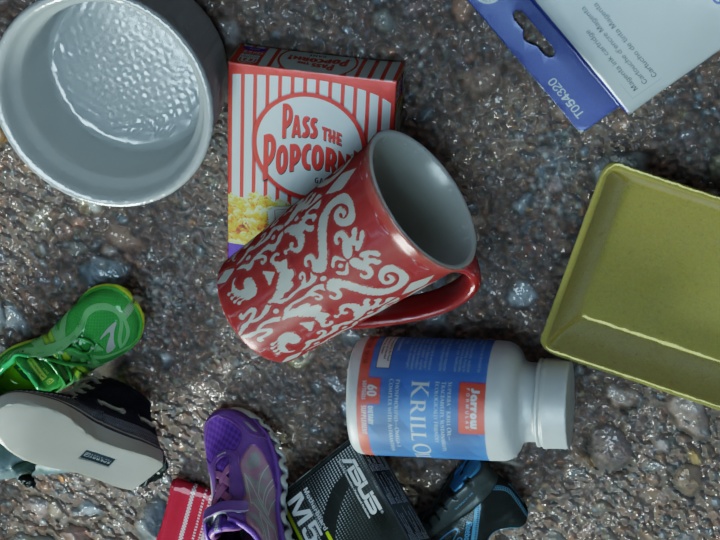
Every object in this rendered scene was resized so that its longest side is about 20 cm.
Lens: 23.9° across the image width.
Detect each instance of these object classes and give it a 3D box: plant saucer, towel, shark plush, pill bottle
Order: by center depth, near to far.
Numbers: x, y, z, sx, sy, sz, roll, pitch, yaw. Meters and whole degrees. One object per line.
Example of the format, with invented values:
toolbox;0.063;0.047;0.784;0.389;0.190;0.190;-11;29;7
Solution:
plant saucer;0.282;0.010;1.500;0.199;0.048;0.200;19;121;4
pill bottle;0.094;0.118;1.567;0.199;0.112;0.113;0;118;13
shark plush;-0.331;0.201;1.730;0.199;0.083;0.091;13;120;7
towel;-0.117;0.300;1.768;0.199;0.023;0.145;18;118;2

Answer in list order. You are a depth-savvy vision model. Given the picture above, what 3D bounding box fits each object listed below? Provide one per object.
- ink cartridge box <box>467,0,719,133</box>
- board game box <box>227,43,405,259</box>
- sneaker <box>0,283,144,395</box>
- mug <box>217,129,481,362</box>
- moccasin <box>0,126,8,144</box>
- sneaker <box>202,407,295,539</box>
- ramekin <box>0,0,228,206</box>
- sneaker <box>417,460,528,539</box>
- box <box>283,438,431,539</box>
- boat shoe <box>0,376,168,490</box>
ink cartridge box;0.197;-0.231;1.396;0.200;0.043;0.196;-37;105;26
board game box;-0.042;-0.094;1.522;0.151;0.046;0.201;7;119;9
sneaker;-0.288;0.084;1.656;0.200;0.084;0.074;-33;106;26
mug;-0.005;0.004;1.467;0.200;0.134;0.178;-33;105;30
moccasin;-0.409;-0.121;1.578;0.201;0.078;0.074;-4;117;15
sneaker;-0.117;0.227;1.646;0.080;0.088;0.201;-27;69;31
ramekin;-0.212;-0.166;1.495;0.200;0.098;0.201;6;119;11
sneaker;0.079;0.271;1.675;0.082;0.073;0.200;39;120;-10
box;-0.018;0.295;1.653;0.193;0.047;0.200;-40;67;26
boat shoe;-0.276;0.140;1.639;0.075;0.093;0.200;-38;135;21
